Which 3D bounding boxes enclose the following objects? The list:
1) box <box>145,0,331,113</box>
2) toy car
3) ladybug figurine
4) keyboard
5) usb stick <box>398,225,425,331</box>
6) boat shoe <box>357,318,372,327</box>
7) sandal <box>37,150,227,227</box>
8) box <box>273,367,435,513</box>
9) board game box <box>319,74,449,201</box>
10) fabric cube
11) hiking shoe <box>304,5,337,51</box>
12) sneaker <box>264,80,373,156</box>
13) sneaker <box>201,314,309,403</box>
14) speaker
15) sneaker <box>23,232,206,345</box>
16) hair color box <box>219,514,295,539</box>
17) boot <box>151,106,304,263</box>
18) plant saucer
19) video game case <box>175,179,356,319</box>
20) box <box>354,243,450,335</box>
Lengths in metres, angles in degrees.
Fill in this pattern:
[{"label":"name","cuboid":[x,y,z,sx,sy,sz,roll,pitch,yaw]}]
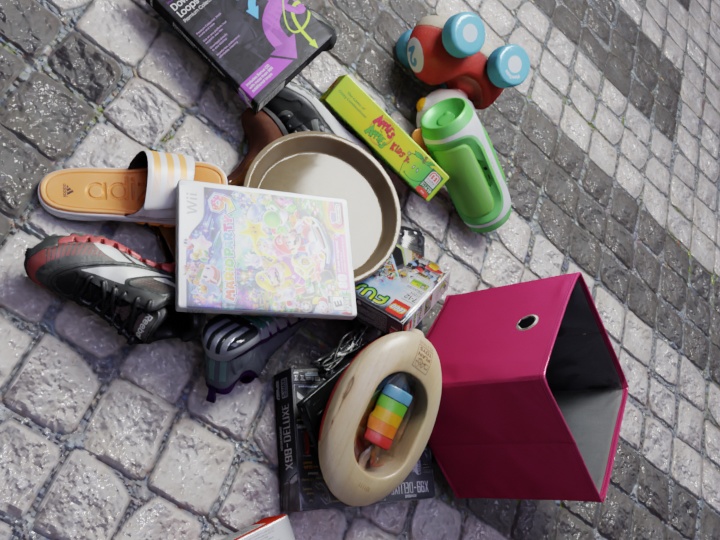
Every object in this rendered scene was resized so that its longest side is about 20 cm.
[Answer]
[{"label":"box","cuboid":[-0.153,-0.321,0.912,0.200,0.036,0.143,44,73,-2]},{"label":"toy car","cuboid":[0.128,-0.266,1.113,0.175,0.184,0.203,25,87,-25]},{"label":"ladybug figurine","cuboid":[0.018,0.156,0.797,0.135,0.072,0.202,38,75,-30]},{"label":"keyboard","cuboid":[-0.006,0.121,0.863,0.199,0.039,0.106,-35,115,-40]},{"label":"usb stick","cuboid":[0.064,0.035,1.004,0.055,0.033,0.203,15,64,-23]},{"label":"boat shoe","cuboid":[0.026,-0.017,0.979,0.066,0.069,0.203,27,51,-50]},{"label":"sandal","cuboid":[-0.243,-0.092,0.785,0.203,0.059,0.081,-5,70,-22]},{"label":"box","cuboid":[-0.005,0.203,0.874,0.197,0.050,0.161,6,69,-34]},{"label":"board game box","cuboid":[0.032,-0.189,1.022,0.200,0.102,0.048,43,95,-15]},{"label":"fabric cube","cuboid":[0.197,0.147,0.904,0.202,0.197,0.197,60,42,-22]},{"label":"hiking shoe","cuboid":[-0.123,-0.307,0.986,0.197,0.076,0.103,-1,78,-26]},{"label":"sneaker","cuboid":[-0.072,-0.172,0.963,0.199,0.075,0.089,35,61,-20]},{"label":"sneaker","cuboid":[-0.119,0.078,0.846,0.074,0.089,0.199,24,27,23]},{"label":"speaker","cuboid":[0.160,-0.153,1.072,0.201,0.087,0.089,58,45,-36]},{"label":"sneaker","cuboid":[-0.244,0.024,0.742,0.198,0.071,0.099,19,31,-30]},{"label":"hair color box","cuboid":[-0.094,0.369,0.736,0.100,0.061,0.203,-13,79,-38]},{"label":"boot","cuboid":[-0.175,-0.108,0.884,0.197,0.068,0.191,-16,81,-26]},{"label":"plant saucer","cuboid":[-0.046,-0.073,0.864,0.196,0.029,0.204,7,68,-17]},{"label":"video game case","cuboid":[-0.101,-0.021,0.786,0.197,0.018,0.146,4,68,-24]},{"label":"box","cuboid":[0.000,0.000,0.892,0.198,0.035,0.110,28,50,23]}]
